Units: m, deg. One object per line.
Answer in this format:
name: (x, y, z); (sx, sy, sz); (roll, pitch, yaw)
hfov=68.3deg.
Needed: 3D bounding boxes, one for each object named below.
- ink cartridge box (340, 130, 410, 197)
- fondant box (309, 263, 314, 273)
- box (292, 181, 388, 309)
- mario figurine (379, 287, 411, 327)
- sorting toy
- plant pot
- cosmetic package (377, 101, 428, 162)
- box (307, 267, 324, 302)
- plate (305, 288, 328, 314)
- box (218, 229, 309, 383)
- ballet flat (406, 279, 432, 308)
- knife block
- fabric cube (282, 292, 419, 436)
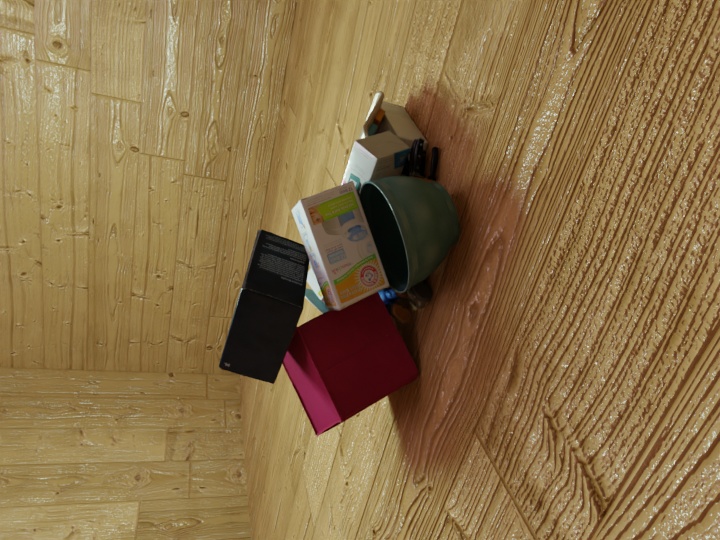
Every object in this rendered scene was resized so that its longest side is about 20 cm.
ink cartridge box: (0.016, -0.168, 1.081); (0.067, 0.115, 0.204); (39, 132, 22)
fondant box: (-0.045, -0.045, 1.182); (0.060, 0.141, 0.200); (63, 172, -8)
box: (-0.039, -0.043, 0.992); (0.207, 0.109, 0.101); (70, 163, -3)
mario figurine: (0.064, 0.071, 1.183); (0.108, 0.123, 0.198); (57, 157, -15)
sorting toy: (0.006, -0.267, 1.160); (0.204, 0.035, 0.188); (-75, 7, -47)
plant pot: (0.096, -0.080, 0.959); (0.200, 0.130, 0.207); (160, 91, -75)
cosmetic package: (0.074, -0.289, 1.202); (0.203, 0.078, 0.116); (-109, 32, -51)
box: (-0.062, 0.036, 1.421); (0.103, 0.111, 0.200); (-53, 23, 2)
plate: (-0.083, 0.103, 1.427); (0.026, 0.199, 0.200); (-49, 24, 1)
box: (-0.186, 0.069, 1.048); (0.199, 0.120, 0.204); (-88, 19, -56)
ballet flat: (0.098, -0.005, 1.091); (0.047, 0.065, 0.204); (117, 145, -42)
knife block: (0.116, -0.152, 1.069); (0.178, 0.062, 0.205); (115, 153, -46)
fabric cube: (-0.031, 0.194, 1.105); (0.205, 0.195, 0.197); (60, 150, 11)
